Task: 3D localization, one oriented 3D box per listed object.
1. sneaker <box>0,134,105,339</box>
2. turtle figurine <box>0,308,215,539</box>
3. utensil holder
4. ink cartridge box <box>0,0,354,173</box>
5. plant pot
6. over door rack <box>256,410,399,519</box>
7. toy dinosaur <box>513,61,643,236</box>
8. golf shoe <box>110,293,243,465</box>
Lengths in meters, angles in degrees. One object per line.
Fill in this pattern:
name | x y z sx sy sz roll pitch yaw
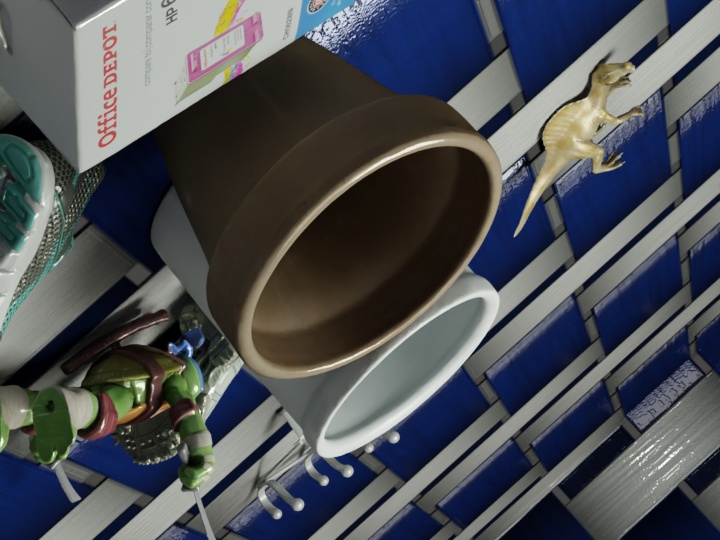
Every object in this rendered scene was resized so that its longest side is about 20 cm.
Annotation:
sneaker | -0.214 -0.004 1.152 0.091 0.078 0.200 -24 157 -53
turtle figurine | -0.187 0.135 1.399 0.194 0.144 0.200 4 120 -56
utensil holder | -0.027 0.002 1.347 0.170 0.200 0.170 -37 162 -14
ink cartridge box | -0.096 -0.161 1.011 0.200 0.085 0.145 -34 161 -21
plant pot | -0.039 -0.060 1.190 0.200 0.175 0.200 -30 149 -20
over door rack | -0.026 0.177 1.976 0.148 0.067 0.200 -33 160 -28
toy dinosaur | 0.205 -0.126 1.808 0.101 0.058 0.200 2 127 -45
golf shoe | -0.125 0.077 1.531 0.200 0.078 0.097 -50 167 28
